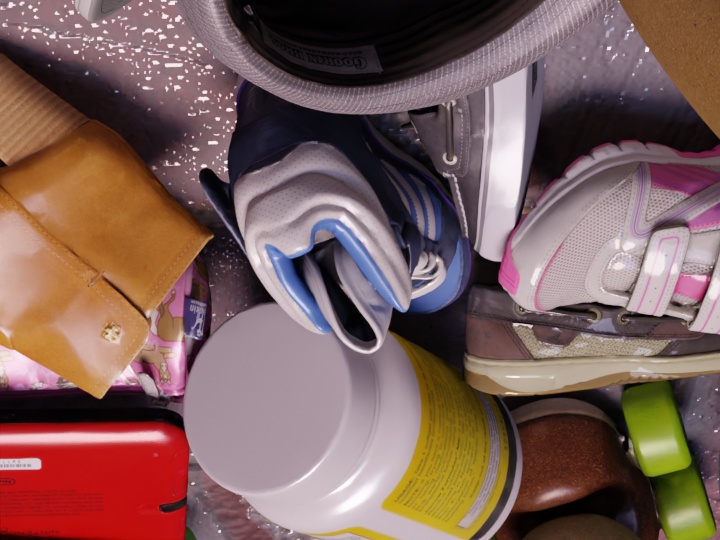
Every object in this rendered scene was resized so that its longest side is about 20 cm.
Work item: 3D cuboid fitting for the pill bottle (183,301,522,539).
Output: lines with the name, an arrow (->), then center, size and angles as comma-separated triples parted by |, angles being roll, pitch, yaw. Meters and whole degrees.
pill bottle -> -0.001, 0.087, 0.918 | 0.114, 0.115, 0.200 | -25, 154, 19

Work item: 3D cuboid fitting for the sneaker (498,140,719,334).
sneaker -> 0.165, -0.013, 0.861 | 0.198, 0.089, 0.082 | -14, 140, -18

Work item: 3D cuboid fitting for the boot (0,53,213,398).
boot -> -0.177, 0.014, 0.817 | 0.144, 0.071, 0.201 | 44, 93, -6

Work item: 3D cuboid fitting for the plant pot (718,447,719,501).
plant pot -> 0.286, 0.145, 0.980 | 0.199, 0.135, 0.201 | 21, 160, 8

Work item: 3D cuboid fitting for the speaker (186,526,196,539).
speaker -> -0.199, 0.183, 1.042 | 0.198, 0.089, 0.089 | 8, 136, -27

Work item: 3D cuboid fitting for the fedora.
fedora -> 0.017, -0.156, 0.692 | 0.199, 0.091, 0.177 | -32, 134, 14

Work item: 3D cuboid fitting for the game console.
game console -> -0.194, 0.097, 0.942 | 0.198, 0.119, 0.173 | 0, 135, -8

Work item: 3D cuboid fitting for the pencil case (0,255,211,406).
pencil case -> -0.175, 0.027, 0.887 | 0.198, 0.087, 0.084 | -2, 117, -2

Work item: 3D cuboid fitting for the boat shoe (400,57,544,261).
boat shoe -> 0.049, -0.084, 0.823 | 0.066, 0.070, 0.201 | 10, 143, 11

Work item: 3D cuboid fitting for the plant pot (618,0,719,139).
plant pot -> 0.192, -0.114, 0.707 | 0.184, 0.201, 0.187 | -3, 137, -3

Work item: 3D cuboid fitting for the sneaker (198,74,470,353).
sneaker -> 0.000, 0.000, 0.840 | 0.080, 0.147, 0.200 | -22, 135, 16

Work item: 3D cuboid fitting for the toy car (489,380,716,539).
toy car -> 0.133, 0.191, 1.024 | 0.163, 0.201, 0.158 | -17, 137, 11

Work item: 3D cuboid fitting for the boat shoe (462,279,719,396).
boat shoe -> 0.150, 0.020, 0.940 | 0.199, 0.072, 0.067 | -9, 109, -13

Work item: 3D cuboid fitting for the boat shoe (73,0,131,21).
boat shoe -> -0.090, -0.189, 0.692 | 0.065, 0.074, 0.203 | 38, 139, 15
